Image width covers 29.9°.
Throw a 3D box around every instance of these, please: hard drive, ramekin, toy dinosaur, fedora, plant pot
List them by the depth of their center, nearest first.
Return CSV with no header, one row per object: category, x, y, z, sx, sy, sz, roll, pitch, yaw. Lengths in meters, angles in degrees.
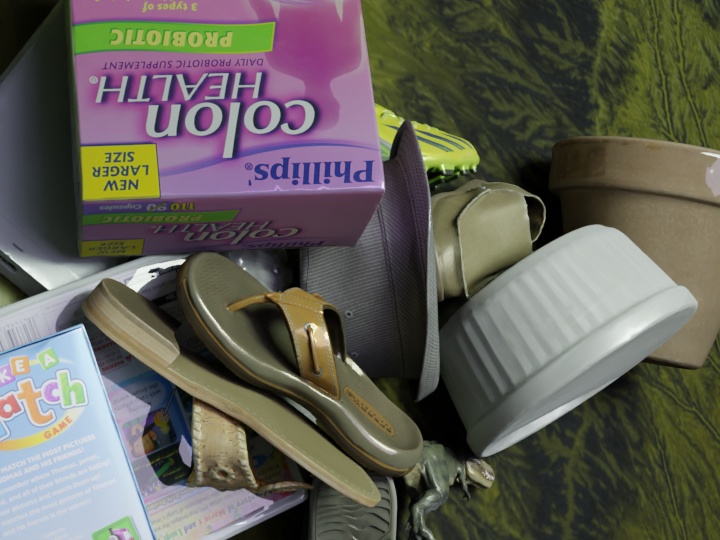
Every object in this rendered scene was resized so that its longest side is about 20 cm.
hard drive,-0.182,-0.079,0.875,0.132,0.026,0.200,44,53,-24
fedora,0.000,0.000,0.934,0.177,0.090,0.200,-102,-175,-48
toy dinosaur,0.047,0.158,0.975,0.200,0.047,0.088,35,55,-63
ramekin,0.146,0.049,1.025,0.202,0.202,0.094,-19,69,-44
plant pot,0.249,-0.010,1.156,0.200,0.200,0.175,15,85,-39

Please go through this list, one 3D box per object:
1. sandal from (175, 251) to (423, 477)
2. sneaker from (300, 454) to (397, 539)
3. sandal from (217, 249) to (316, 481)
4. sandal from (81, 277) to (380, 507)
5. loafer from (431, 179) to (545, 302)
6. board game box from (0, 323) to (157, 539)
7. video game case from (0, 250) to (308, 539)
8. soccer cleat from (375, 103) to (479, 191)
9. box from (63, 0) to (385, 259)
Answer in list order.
sandal,-0.028,0.050,0.836,0.200,0.054,0.080,40,27,-15
sneaker,-0.009,0.210,0.914,0.075,0.106,0.200,9,97,-2
sandal,-0.071,0.061,0.919,0.082,0.050,0.203,-1,84,-59
sandal,-0.091,0.095,0.811,0.212,0.078,0.070,39,97,-10
loafer,0.095,-0.031,1.039,0.200,0.067,0.076,-48,131,-63
board game box,-0.196,0.148,0.753,0.151,0.037,0.200,-19,92,-24
video game case,-0.149,0.094,0.819,0.200,0.024,0.182,-22,92,-28
soccer cleat,0.018,-0.102,1.040,0.200,0.065,0.084,-3,72,-43
box,-0.090,-0.119,0.829,0.176,0.097,0.200,-2,72,-13
